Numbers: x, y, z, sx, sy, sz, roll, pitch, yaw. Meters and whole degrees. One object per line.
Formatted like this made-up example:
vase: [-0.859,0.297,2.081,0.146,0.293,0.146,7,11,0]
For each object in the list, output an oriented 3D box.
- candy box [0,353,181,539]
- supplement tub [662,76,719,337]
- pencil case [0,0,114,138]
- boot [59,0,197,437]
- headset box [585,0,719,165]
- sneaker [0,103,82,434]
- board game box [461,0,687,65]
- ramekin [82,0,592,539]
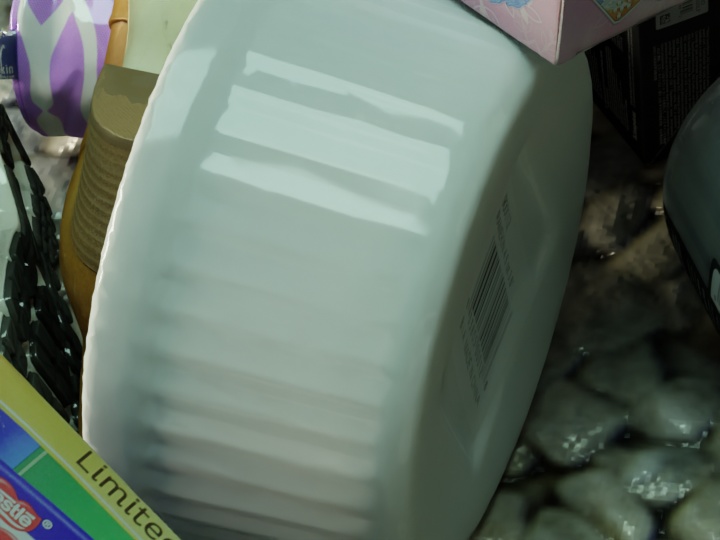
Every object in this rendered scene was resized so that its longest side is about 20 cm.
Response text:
candy box: [-0.105,0.144,0.723,0.169,0.077,0.200,44,44,4]
supplement tub: [0.178,0.022,0.884,0.122,0.123,0.200,-16,44,-6]
pencil case: [-0.031,-0.088,1.061,0.199,0.086,0.084,3,14,10]
boot: [-0.057,-0.042,0.979,0.071,0.144,0.201,16,42,7]
headset box: [0.086,-0.161,1.068,0.075,0.149,0.200,-21,44,-14]
sneaker: [-0.147,0.020,0.994,0.089,0.079,0.200,-22,38,3]
board game box: [0.070,-0.160,0.916,0.199,0.044,0.200,-28,47,-29]
ramekin: [0.000,0.000,0.892,0.097,0.201,0.201,16,49,16]
